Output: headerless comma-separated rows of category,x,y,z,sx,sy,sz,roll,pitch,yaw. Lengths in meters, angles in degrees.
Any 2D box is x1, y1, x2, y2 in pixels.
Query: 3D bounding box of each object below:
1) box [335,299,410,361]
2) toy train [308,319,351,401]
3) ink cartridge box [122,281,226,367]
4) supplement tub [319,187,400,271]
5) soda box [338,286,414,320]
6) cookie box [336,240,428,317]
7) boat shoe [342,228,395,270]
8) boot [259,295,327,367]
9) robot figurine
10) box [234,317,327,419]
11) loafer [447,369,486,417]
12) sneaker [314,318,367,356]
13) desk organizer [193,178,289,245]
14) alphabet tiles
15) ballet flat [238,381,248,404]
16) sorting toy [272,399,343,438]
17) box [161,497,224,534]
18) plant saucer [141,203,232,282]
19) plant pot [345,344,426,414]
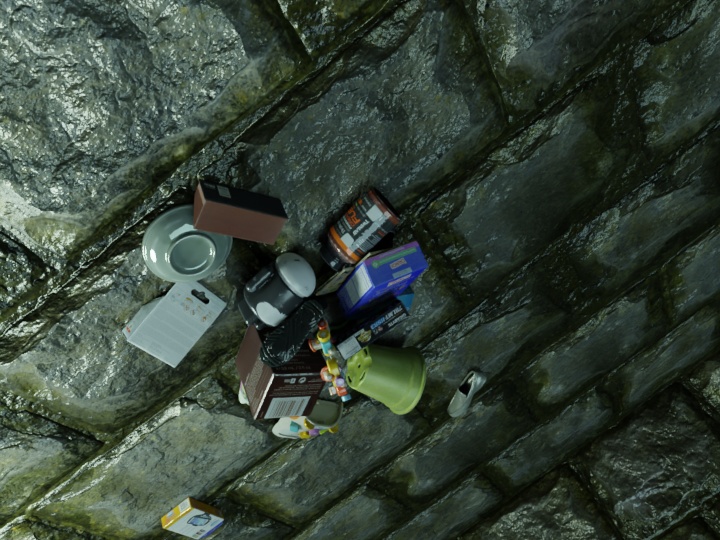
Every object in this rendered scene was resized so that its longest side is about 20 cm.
box,0.029,0.146,1.622,0.196,0.050,0.200,-32,180,-1
toy train,-0.077,0.221,1.536,0.054,0.205,0.150,-18,175,-3
ink cartridge box,-0.437,0.111,1.512,0.201,0.050,0.162,-52,137,-6
supplement tub,-0.006,-0.091,1.519,0.200,0.108,0.106,-44,136,11
soda box,0.044,0.078,1.735,0.196,0.065,0.069,-7,132,-26
cookie box,0.051,0.023,1.593,0.168,0.076,0.200,-20,165,-30
boat shoe,0.021,-0.048,1.606,0.074,0.063,0.201,15,124,-40
boot,-0.158,0.146,1.571,0.201,0.076,0.168,-48,180,0
robot figurine,-0.198,0.048,1.524,0.199,0.150,0.125,-41,96,10
box,-0.204,0.248,1.642,0.163,0.202,0.166,3,128,-33
loafer,0.362,0.428,2.244,0.069,0.070,0.203,19,110,-35
sneaker,-0.029,0.181,1.771,0.196,0.084,0.078,-26,138,-7
desk organizer,-0.261,-0.121,1.369,0.197,0.072,0.078,11,126,-37
alphabet tiles,0.000,0.000,1.589,0.165,0.008,0.199,-13,160,-45
ballet flat,-0.296,0.355,1.795,0.070,0.070,0.201,-19,140,15
sorting toy,-0.174,0.469,1.960,0.197,0.109,0.179,19,137,-40
box,-0.535,0.808,2.079,0.118,0.042,0.200,-36,140,4
plant saucer,-0.367,-0.046,1.384,0.196,0.050,0.204,-17,133,-19
plant pot,0.063,0.298,1.874,0.181,0.202,0.202,21,117,-28
